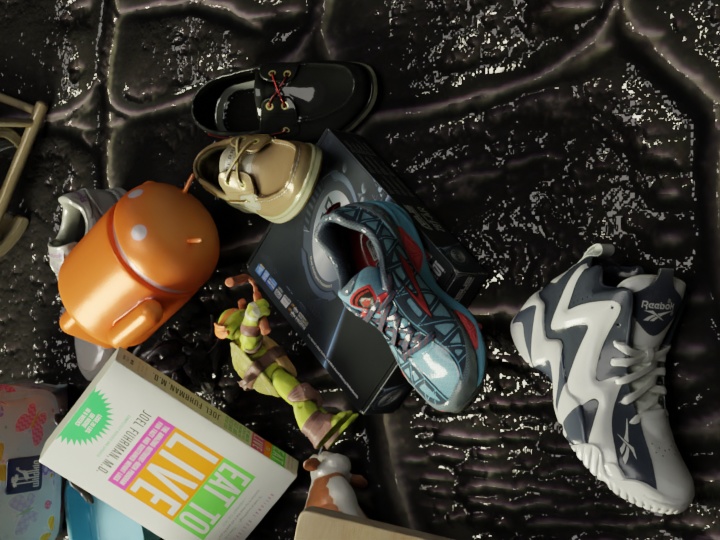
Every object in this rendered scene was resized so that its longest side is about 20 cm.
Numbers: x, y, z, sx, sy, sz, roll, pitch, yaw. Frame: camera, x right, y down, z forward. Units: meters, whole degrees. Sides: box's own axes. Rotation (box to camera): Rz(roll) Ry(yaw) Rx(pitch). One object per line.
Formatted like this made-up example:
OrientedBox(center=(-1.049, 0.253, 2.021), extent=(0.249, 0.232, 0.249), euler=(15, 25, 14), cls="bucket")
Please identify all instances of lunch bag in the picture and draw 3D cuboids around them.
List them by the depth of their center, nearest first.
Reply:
OrientedBox(center=(-0.365, 0.202, 1.424), extent=(0.125, 0.200, 0.172), euler=(2, 87, 2), cls="lunch bag")

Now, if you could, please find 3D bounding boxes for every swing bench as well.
OrientedBox(center=(-0.477, -0.118, 1.596), extent=(0.198, 0.129, 0.202), euler=(22, 107, 39), cls="swing bench")

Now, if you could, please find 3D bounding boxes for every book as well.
OrientedBox(center=(-0.174, 0.172, 1.274), extent=(0.134, 0.199, 0.048), euler=(-49, 17, 23), cls="book")

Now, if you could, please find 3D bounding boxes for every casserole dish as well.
OrientedBox(center=(-0.247, 0.282, 1.423), extent=(0.120, 0.039, 0.202), euler=(-24, 73, 38), cls="casserole dish")

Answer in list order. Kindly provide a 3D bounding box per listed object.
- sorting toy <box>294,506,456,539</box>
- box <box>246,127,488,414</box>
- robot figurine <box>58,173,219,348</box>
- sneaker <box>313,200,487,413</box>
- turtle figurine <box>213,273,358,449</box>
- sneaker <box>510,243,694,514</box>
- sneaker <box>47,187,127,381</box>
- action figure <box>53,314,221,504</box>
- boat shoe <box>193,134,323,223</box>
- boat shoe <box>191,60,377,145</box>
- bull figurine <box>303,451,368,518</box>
OrientedBox(center=(0.036, 0.301, 1.102), extent=(0.196, 0.070, 0.203), euler=(12, 96, 9), cls="sorting toy")
OrientedBox(center=(0.000, 0.000, 1.217), extent=(0.200, 0.043, 0.161), euler=(50, 119, 31), cls="box")
OrientedBox(center=(-0.212, -0.007, 1.329), extent=(0.117, 0.144, 0.200), euler=(49, 124, -1), cls="robot figurine")
OrientedBox(center=(0.022, 0.031, 1.102), extent=(0.079, 0.095, 0.201), euler=(-48, 59, 29), cls="sneaker")
OrientedBox(center=(-0.076, 0.084, 1.211), extent=(0.064, 0.200, 0.161), euler=(-41, 77, -14), cls="turtle figurine")
OrientedBox(center=(0.201, 0.066, 1.010), extent=(0.130, 0.079, 0.200), euler=(-56, 44, 34), cls="sneaker")
OrientedBox(center=(-0.286, 0.013, 1.434), extent=(0.074, 0.099, 0.203), euler=(2, 90, 40), cls="sneaker")
OrientedBox(center=(-0.202, 0.133, 1.353), extent=(0.199, 0.102, 0.119), euler=(-36, 38, -3), cls="action figure")
OrientedBox(center=(-0.097, -0.087, 1.247), extent=(0.199, 0.066, 0.075), euler=(-3, 68, 63), cls="boat shoe")
OrientedBox(center=(-0.072, -0.154, 1.280), extent=(0.200, 0.063, 0.075), euler=(-4, 80, 39), cls="boat shoe")
OrientedBox(center=(-0.016, 0.256, 1.203), extent=(0.122, 0.065, 0.201), euler=(-52, 56, 28), cls="bull figurine")
